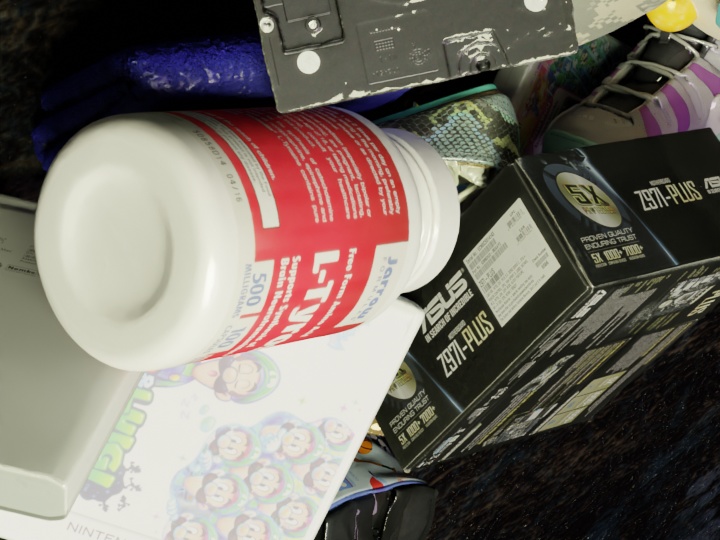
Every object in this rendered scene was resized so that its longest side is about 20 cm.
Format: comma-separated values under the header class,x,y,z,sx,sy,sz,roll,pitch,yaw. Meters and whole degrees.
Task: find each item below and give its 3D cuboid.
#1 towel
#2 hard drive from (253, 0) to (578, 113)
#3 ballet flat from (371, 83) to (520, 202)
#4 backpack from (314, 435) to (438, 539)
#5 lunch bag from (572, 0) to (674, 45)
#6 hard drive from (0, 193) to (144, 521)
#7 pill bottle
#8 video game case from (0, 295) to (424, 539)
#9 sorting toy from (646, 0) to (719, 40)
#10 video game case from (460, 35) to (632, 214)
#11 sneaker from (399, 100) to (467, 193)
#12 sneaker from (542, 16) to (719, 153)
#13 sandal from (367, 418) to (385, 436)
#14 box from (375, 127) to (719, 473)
class,x,y,z,sx,sy,sz,roll,pitch,yaw
towel,-0.054,-0.098,0.917,0.200,0.050,0.148,-13,175,-33
hard drive,0.010,-0.180,0.805,0.140,0.200,0.038,-12,-170,4
ballet flat,-0.007,-0.046,0.981,0.200,0.074,0.074,-16,143,-5
backpack,-0.046,0.184,1.230,0.200,0.154,0.191,-12,144,-51
lunch bag,0.083,-0.202,0.921,0.168,0.139,0.200,-38,146,14
hard drive,-0.164,0.031,0.844,0.200,0.132,0.026,-68,168,-55
pill bottle,-0.044,-0.020,0.852,0.200,0.112,0.112,-10,136,-52
video game case,-0.085,0.077,0.986,0.182,0.024,0.200,23,99,-24
sorting toy,0.235,-0.199,0.993,0.107,0.180,0.200,-15,106,-17
video game case,0.120,-0.058,1.179,0.182,0.024,0.200,17,100,-54
sneaker,0.000,0.000,1.048,0.200,0.078,0.066,-51,-170,-5
sneaker,0.184,-0.132,1.120,0.200,0.078,0.140,-17,122,-52
sandal,0.039,0.061,1.164,0.200,0.080,0.054,-18,109,-63
box,0.112,0.017,1.047,0.164,0.086,0.200,-11,153,-39
